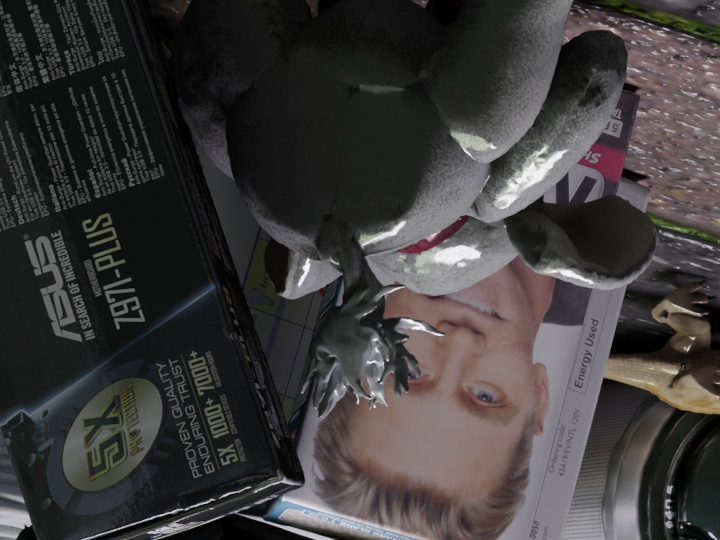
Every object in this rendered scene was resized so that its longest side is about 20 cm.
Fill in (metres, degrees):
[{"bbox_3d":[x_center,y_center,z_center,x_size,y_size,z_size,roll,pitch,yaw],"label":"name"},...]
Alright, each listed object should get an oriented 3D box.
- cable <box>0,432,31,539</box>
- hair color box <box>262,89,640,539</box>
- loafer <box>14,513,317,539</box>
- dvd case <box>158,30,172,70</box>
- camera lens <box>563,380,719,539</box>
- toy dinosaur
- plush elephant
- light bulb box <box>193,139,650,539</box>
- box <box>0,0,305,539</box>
[{"bbox_3d":[-0.098,0.126,1.392,0.200,0.069,0.200,10,161,31],"label":"cable"},{"bbox_3d":[0.037,0.014,1.159,0.100,0.200,0.061,16,166,-6],"label":"hair color box"},{"bbox_3d":[-0.048,0.123,1.152,0.200,0.072,0.063,10,156,13],"label":"loafer"},{"bbox_3d":[-0.161,-0.009,1.229,0.146,0.200,0.022,-24,122,37],"label":"dvd case"},{"bbox_3d":[0.167,0.135,1.573,0.160,0.160,0.200,21,165,-22],"label":"camera lens"},{"bbox_3d":[0.163,0.050,1.434,0.200,0.058,0.101,8,158,3],"label":"toy dinosaur"},{"bbox_3d":[0.022,-0.050,1.045,0.165,0.200,0.155,4,-178,15],"label":"plush elephant"},{"bbox_3d":[-0.006,0.030,1.272,0.200,0.198,0.125,20,163,-16],"label":"light bulb box"},{"bbox_3d":[-0.092,-0.004,1.031,0.086,0.200,0.164,-18,176,-1],"label":"box"}]
